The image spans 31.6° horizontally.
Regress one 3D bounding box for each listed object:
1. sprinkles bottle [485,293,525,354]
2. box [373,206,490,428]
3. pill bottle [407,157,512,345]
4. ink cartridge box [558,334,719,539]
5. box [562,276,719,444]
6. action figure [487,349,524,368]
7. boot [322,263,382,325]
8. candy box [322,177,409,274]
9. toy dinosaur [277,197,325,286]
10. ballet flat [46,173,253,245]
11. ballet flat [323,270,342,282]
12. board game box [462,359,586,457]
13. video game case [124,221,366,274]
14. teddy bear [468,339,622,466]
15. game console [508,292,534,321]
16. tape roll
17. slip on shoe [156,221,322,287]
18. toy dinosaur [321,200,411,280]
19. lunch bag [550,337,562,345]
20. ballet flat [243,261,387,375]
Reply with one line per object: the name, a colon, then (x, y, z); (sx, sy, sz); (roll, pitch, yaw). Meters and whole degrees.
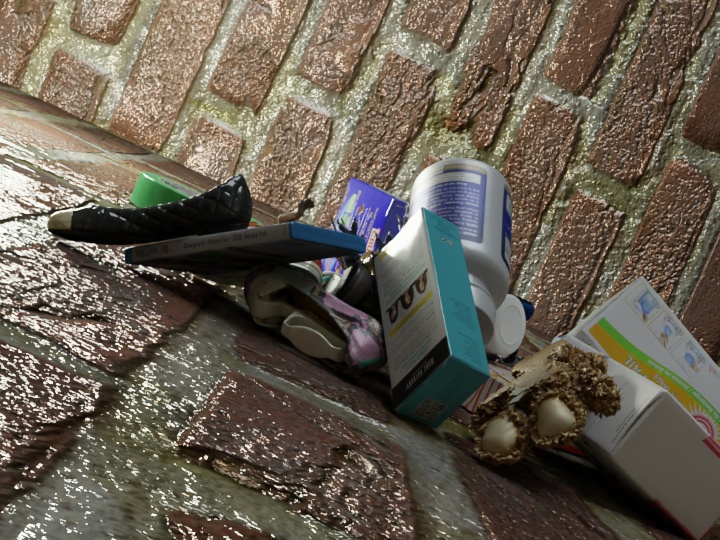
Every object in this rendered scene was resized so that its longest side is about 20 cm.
sprinkles bottle: (0.095, 0.057, 1.490); (0.198, 0.069, 0.068); (3, -12, 42)
box: (0.063, 0.040, 1.177); (0.049, 0.082, 0.201); (25, 35, -27)
pill bottle: (0.106, -0.014, 1.395); (0.118, 0.120, 0.202); (23, 46, -15)
ink cartridge box: (0.262, 0.158, 1.245); (0.146, 0.085, 0.200); (44, -1, -21)
box: (0.325, 0.126, 1.422); (0.201, 0.101, 0.113); (51, -19, 6)
action figure: (0.154, 0.101, 1.712); (0.129, 0.070, 0.200); (21, -1, 19)
boot: (0.029, 0.077, 1.323); (0.173, 0.070, 0.200); (39, -16, -9)
candy box: (0.017, -0.028, 1.814); (0.076, 0.171, 0.200); (18, 6, -20)
toy dinosaur: (-0.118, -0.009, 1.475); (0.197, 0.086, 0.137); (4, 52, -8)
ballet flat: (-0.203, -0.056, 1.232); (0.197, 0.058, 0.066); (-6, -3, -11)
ballet flat: (0.016, 0.052, 1.602); (0.198, 0.070, 0.069); (22, 4, -22)
board game box: (0.178, 0.145, 1.418); (0.198, 0.047, 0.151); (22, 5, -35)
video game case: (-0.113, -0.020, 1.264); (0.198, 0.018, 0.143); (-8, -8, 29)
teddy bear: (0.167, 0.126, 1.140); (0.067, 0.144, 0.200); (59, 6, -5)
game console: (0.128, 0.051, 1.905); (0.198, 0.171, 0.119); (21, 32, -38)
tape roll: (-0.239, -0.084, 1.877); (0.198, 0.049, 0.200); (25, 3, -2)
slip on shoe: (-0.134, -0.025, 1.394); (0.197, 0.075, 0.062); (17, 39, -2)
toy dinosaur: (0.000, 0.000, 1.495); (0.103, 0.203, 0.182); (6, -25, 4)
lunch bag: (0.311, 0.163, 1.564); (0.199, 0.076, 0.160); (38, -9, -10)
ballet flat: (-0.059, 0.045, 1.230); (0.199, 0.070, 0.071); (28, 25, 35)
